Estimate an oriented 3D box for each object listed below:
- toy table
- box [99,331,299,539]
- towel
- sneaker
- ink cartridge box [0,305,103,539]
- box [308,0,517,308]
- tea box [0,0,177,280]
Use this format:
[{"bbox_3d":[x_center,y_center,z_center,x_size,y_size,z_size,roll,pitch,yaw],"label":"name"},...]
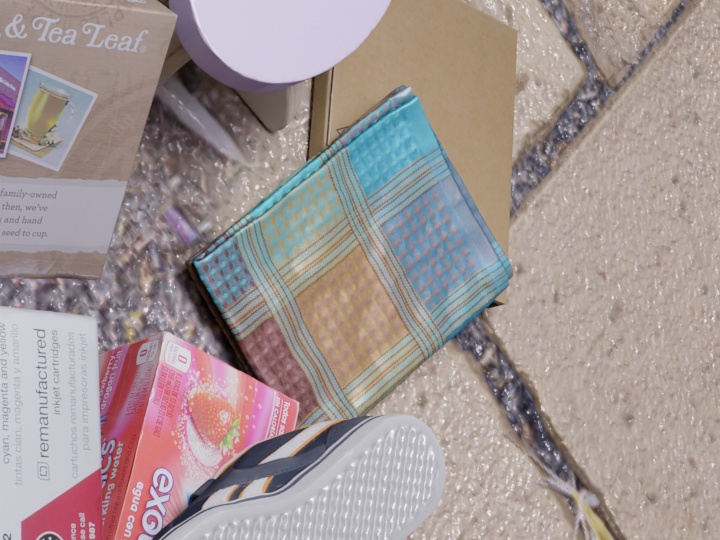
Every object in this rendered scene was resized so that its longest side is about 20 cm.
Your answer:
[{"bbox_3d":[-0.066,-0.168,1.056,0.200,0.117,0.185,-43,108,-41],"label":"toy table"},{"bbox_3d":[-0.113,0.146,0.929,0.094,0.102,0.201,31,57,-34],"label":"box"},{"bbox_3d":[0.000,0.000,1.108,0.200,0.022,0.147,-40,109,-33],"label":"towel"},{"bbox_3d":[-0.049,0.132,0.870,0.199,0.079,0.079,-28,102,-40],"label":"sneaker"},{"bbox_3d":[-0.232,0.092,0.803,0.199,0.144,0.146,8,73,-40],"label":"ink cartridge box"},{"bbox_3d":[0.036,-0.090,1.193,0.163,0.021,0.201,20,65,-37],"label":"box"},{"bbox_3d":[-0.224,-0.097,0.809,0.199,0.197,0.134,2,115,-42],"label":"tea box"}]
